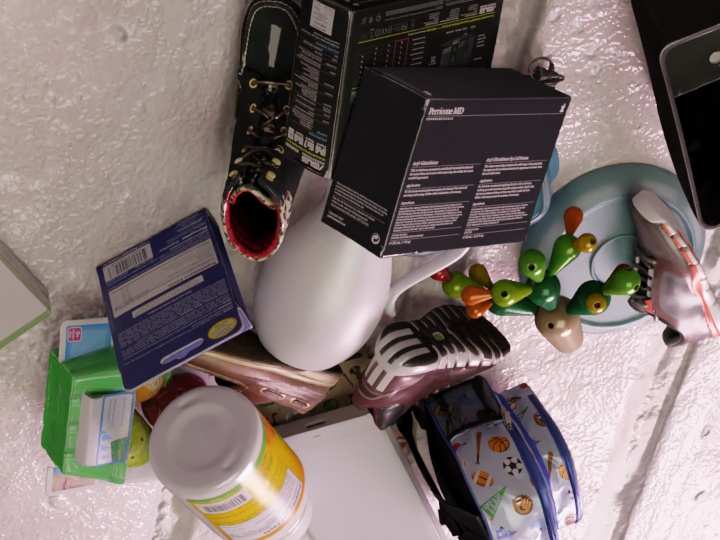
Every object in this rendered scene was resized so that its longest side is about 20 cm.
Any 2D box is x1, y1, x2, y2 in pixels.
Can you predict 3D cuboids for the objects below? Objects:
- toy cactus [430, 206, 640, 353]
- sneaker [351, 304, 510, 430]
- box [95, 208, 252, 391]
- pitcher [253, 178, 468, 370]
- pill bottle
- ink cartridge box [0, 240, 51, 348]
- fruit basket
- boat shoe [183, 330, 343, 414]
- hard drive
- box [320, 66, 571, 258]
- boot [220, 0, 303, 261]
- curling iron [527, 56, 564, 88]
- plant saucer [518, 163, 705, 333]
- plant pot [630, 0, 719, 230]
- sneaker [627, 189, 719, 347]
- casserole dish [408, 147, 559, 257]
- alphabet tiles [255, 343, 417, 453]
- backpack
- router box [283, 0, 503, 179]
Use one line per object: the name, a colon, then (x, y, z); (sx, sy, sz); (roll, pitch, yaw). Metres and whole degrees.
toy cactus: (0.179, 0.021, 1.715); (0.200, 0.102, 0.165); (-10, 145, 17)
sneaker: (0.057, 0.100, 1.731); (0.200, 0.076, 0.116); (-3, 137, -51)
box: (-0.167, 0.033, 1.574); (0.121, 0.200, 0.032); (-28, 125, 3)
pitcher: (0.000, 0.000, 1.639); (0.171, 0.121, 0.200); (19, 119, -13)
pill bottle: (-0.116, 0.199, 1.692); (0.111, 0.111, 0.200); (-28, 147, 3)
ink cartridge box: (-0.396, 0.006, 1.585); (0.145, 0.048, 0.200); (-33, 124, 6)
fruit basket: (-0.201, 0.128, 1.691); (0.200, 0.094, 0.185); (-1, 114, -26)
boat shoe: (-0.104, 0.099, 1.680); (0.200, 0.072, 0.068); (17, 109, -44)
hard drive: (-0.007, 0.229, 1.816); (0.132, 0.026, 0.200); (-17, 121, 16)
box: (0.075, -0.095, 1.486); (0.200, 0.079, 0.141); (-6, 122, -48)
boot: (-0.079, -0.125, 1.522); (0.073, 0.154, 0.204); (5, 124, 4)
curling iron: (0.093, -0.157, 1.629); (0.200, 0.026, 0.050); (-18, 162, 0)
plant saucer: (0.258, -0.014, 1.770); (0.200, 0.027, 0.200); (-7, 123, -11)
plant pot: (0.349, -0.192, 1.590); (0.200, 0.177, 0.200); (-22, 125, 0)
sneaker: (0.298, 0.010, 1.738); (0.082, 0.077, 0.200); (-27, 124, 10)
casserole dish: (0.100, -0.074, 1.680); (0.200, 0.039, 0.121); (-15, 124, -5)
alphabet tiles: (-0.029, 0.154, 1.809); (0.166, 0.006, 0.200); (-15, 124, -6)
backpack: (0.143, 0.221, 1.786); (0.154, 0.191, 0.200); (-20, 126, 2)
router box: (0.030, -0.174, 1.497); (0.200, 0.062, 0.150); (-19, 127, -43)
